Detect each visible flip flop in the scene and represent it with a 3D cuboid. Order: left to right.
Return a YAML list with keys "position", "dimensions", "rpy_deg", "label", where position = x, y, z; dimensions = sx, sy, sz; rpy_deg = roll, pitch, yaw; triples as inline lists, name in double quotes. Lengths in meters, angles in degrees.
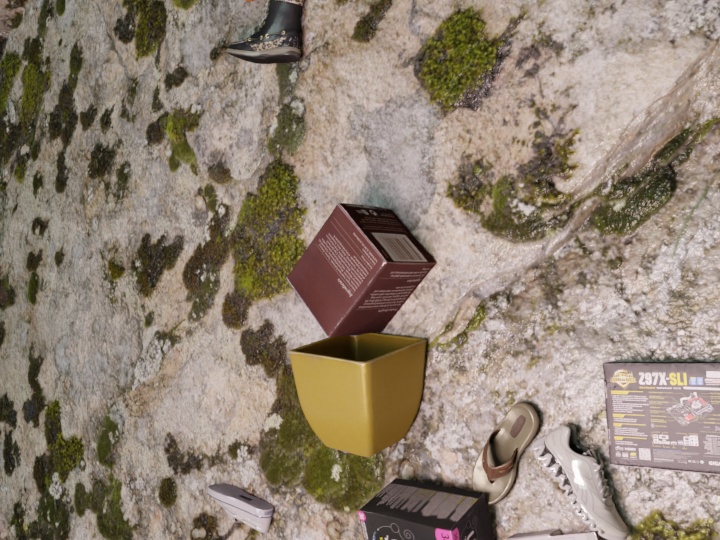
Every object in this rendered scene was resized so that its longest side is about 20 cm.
- position: [0.246, 0.319, 1.265]
  dimensions: [0.081, 0.057, 0.200]
  rpy_deg: [38, 113, 34]
  label: "flip flop"

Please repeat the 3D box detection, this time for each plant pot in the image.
- position: [0.001, 0.238, 1.395]
  dimensions: [0.195, 0.194, 0.201]
  rpy_deg: [4, 101, 40]
  label: "plant pot"

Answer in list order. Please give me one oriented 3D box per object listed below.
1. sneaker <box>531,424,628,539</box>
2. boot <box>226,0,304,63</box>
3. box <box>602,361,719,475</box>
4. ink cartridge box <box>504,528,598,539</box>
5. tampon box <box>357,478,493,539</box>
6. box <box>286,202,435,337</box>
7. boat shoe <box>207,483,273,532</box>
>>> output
- position: [0.363, 0.338, 1.163]
  dimensions: [0.081, 0.075, 0.200]
  rpy_deg: [-46, 62, 20]
  label: "sneaker"
- position: [-0.210, -0.554, 1.650]
  dimensions: [0.203, 0.073, 0.154]
  rpy_deg: [11, 94, 33]
  label: "boot"
- position: [0.470, 0.216, 1.086]
  dimensions: [0.200, 0.049, 0.160]
  rpy_deg: [-7, 82, 40]
  label: "box"
- position: [0.343, 0.530, 1.190]
  dimensions: [0.176, 0.045, 0.201]
  rpy_deg: [-23, 75, 38]
  label: "ink cartridge box"
- position: [0.121, 0.480, 1.301]
  dimensions: [0.200, 0.126, 0.150]
  rpy_deg: [-3, 105, 40]
  label: "tampon box"
- position: [0.000, 0.000, 1.405]
  dimensions: [0.164, 0.166, 0.200]
  rpy_deg: [52, 119, 27]
  label: "box"
- position: [-0.289, 0.557, 1.701]
  dimensions: [0.200, 0.073, 0.066]
  rpy_deg: [10, 92, 41]
  label: "boat shoe"
